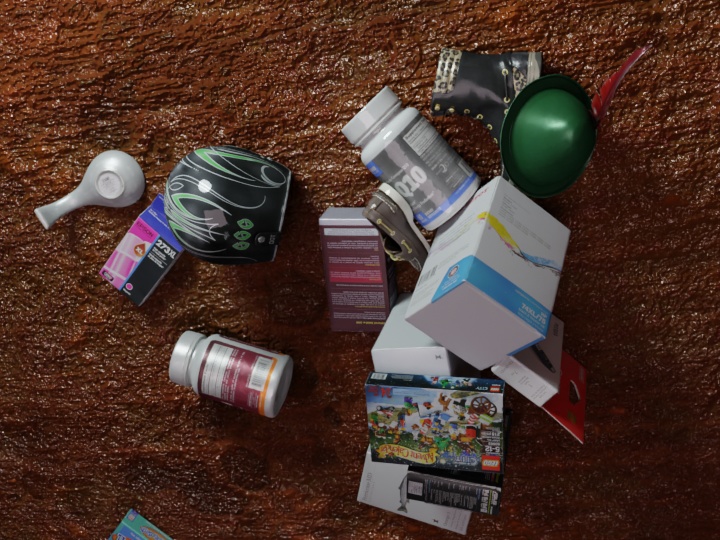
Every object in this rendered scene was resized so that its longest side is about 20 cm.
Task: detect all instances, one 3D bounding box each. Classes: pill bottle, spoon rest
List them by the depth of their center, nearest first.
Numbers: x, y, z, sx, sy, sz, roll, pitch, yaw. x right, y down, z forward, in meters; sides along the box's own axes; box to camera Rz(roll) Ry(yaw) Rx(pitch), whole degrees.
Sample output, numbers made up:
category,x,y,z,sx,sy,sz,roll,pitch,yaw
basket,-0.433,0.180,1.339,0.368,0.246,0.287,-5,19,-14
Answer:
category,x,y,z,sx,sy,sz,roll,pitch,yaw
pill bottle,0.073,-0.167,1.194,0.200,0.114,0.114,45,117,-7
spoon rest,-0.465,-0.137,1.398,0.199,0.061,0.100,-24,107,10
pill bottle,-0.230,0.181,1.436,0.199,0.114,0.115,16,117,9

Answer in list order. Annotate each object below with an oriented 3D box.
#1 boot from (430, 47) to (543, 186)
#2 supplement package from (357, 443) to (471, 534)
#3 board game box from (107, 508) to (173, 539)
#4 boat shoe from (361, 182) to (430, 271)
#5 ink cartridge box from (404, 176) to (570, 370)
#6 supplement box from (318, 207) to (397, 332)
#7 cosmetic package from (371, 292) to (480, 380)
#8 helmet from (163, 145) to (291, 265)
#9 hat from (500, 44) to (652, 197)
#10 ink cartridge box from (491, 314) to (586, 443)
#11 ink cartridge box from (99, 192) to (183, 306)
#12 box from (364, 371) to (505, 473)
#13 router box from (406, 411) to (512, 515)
category,x,y,z,sx,sy,sz,roll,pitch,yaw
boot,0.176,-0.221,1.163,0.150,0.073,0.201,11,112,9
supplement package,0.109,0.357,1.419,0.199,0.117,0.118,15,118,9
board game box,-0.489,0.629,1.750,0.152,0.045,0.200,37,117,-3
boat shoe,0.057,-0.052,1.227,0.060,0.200,0.072,-45,55,-8
ink cartridge box,0.183,0.004,1.145,0.146,0.201,0.147,34,143,-14
supplement box,0.000,0.000,1.320,0.108,0.061,0.201,2,113,16
cosmetic package,0.112,0.164,1.284,0.122,0.200,0.201,-5,112,17
helmet,-0.215,-0.103,1.272,0.189,0.200,0.201,11,118,-9
hat,0.295,-0.169,1.056,0.166,0.176,0.200,-43,122,-7
ink cartridge box,0.288,0.139,1.223,0.176,0.200,0.045,38,121,-4
ink cartridge box,-0.374,-0.034,1.425,0.095,0.037,0.200,40,116,-5
box,0.110,0.221,1.175,0.199,0.038,0.138,1,114,15
router box,0.167,0.302,1.330,0.149,0.200,0.063,7,119,13
